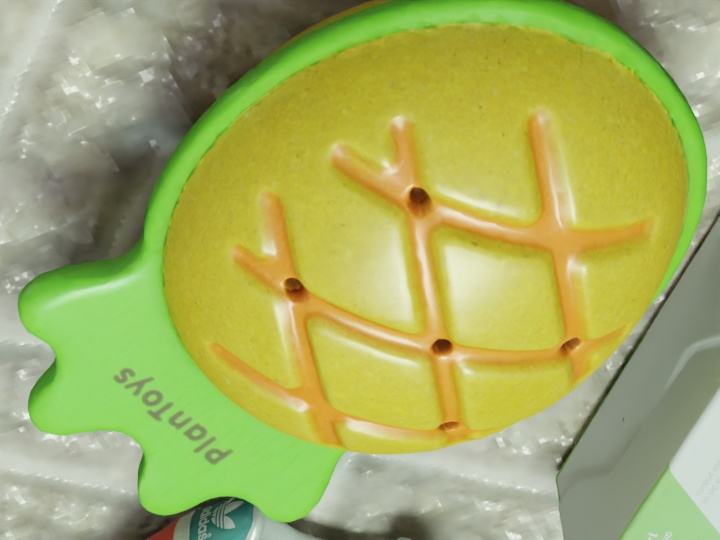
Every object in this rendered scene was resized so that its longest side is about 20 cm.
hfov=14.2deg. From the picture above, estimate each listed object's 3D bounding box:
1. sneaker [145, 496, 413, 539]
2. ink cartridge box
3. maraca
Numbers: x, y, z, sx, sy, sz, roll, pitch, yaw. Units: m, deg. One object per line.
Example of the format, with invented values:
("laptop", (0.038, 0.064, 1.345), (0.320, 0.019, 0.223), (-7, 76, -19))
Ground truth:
("sneaker", (0.008, 0.137, 0.900), (0.200, 0.070, 0.093), (37, 122, -23))
("ink cartridge box", (0.174, 0.072, 0.865), (0.200, 0.067, 0.117), (20, 121, -16))
("maraca", (0.000, 0.000, 0.778), (0.200, 0.107, 0.137), (-36, 121, 21))
